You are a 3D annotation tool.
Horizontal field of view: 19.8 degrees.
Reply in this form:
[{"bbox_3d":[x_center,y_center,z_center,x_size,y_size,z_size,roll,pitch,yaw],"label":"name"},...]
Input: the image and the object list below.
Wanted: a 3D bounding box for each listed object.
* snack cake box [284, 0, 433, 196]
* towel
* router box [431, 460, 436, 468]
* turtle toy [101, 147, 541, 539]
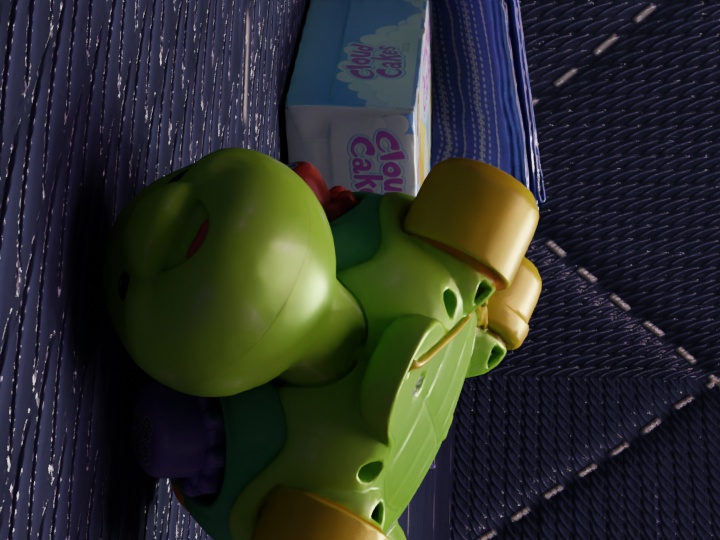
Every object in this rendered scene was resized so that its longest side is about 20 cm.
[{"bbox_3d":[0.003,-0.077,1.099,0.200,0.067,0.116,-82,173,-60],"label":"snack cake box"},{"bbox_3d":[0.042,-0.117,1.207,0.200,0.024,0.146,26,-51,59],"label":"towel"},{"bbox_3d":[0.042,0.038,1.709,0.201,0.052,0.158,-84,174,-49],"label":"router box"},{"bbox_3d":[-0.017,0.025,0.622,0.146,0.101,0.200,-64,167,-13],"label":"turtle toy"}]
